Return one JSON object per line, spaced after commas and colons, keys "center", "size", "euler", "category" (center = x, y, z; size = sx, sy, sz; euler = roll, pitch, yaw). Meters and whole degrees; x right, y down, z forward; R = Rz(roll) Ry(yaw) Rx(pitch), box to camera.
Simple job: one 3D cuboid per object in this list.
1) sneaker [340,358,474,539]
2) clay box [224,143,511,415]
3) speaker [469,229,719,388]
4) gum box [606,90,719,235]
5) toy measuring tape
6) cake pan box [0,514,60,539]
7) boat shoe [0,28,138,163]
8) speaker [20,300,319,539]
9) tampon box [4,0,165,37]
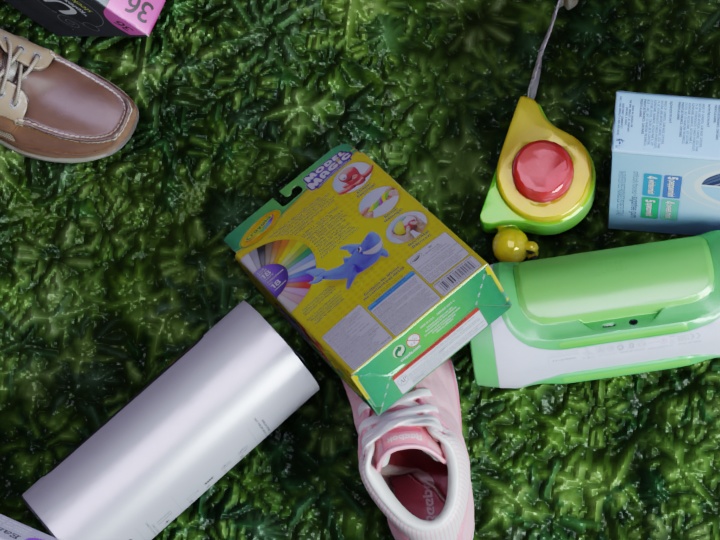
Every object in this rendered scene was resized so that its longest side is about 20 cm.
{"center": [0.029, 0.090, 1.709], "size": [0.075, 0.105, 0.201], "euler": [-16, 73, 2], "category": "sneaker"}
{"center": [0.000, 0.000, 1.728], "size": [0.115, 0.048, 0.200], "euler": [-39, 39, -6], "category": "clay box"}
{"center": [0.169, 0.026, 1.725], "size": [0.199, 0.088, 0.089], "euler": [-8, 74, 2], "category": "speaker"}
{"center": [0.261, -0.062, 1.697], "size": [0.199, 0.170, 0.045], "euler": [5, 75, 6], "category": "gum box"}
{"center": [0.137, -0.095, 1.769], "size": [0.073, 0.074, 0.201], "euler": [17, 77, 9], "category": "toy measuring tape"}
{"center": [-0.293, 0.230, 1.687], "size": [0.199, 0.052, 0.185], "euler": [21, 106, 11], "category": "cake pan box"}
{"center": [-0.250, -0.131, 1.807], "size": [0.199, 0.072, 0.076], "euler": [18, 77, 9], "category": "boat shoe"}
{"center": [-0.123, 0.113, 1.727], "size": [0.200, 0.081, 0.081], "euler": [-42, 76, -6], "category": "speaker"}
{"center": [-0.188, -0.281, 1.783], "size": [0.150, 0.126, 0.201], "euler": [32, 75, -34], "category": "tampon box"}
